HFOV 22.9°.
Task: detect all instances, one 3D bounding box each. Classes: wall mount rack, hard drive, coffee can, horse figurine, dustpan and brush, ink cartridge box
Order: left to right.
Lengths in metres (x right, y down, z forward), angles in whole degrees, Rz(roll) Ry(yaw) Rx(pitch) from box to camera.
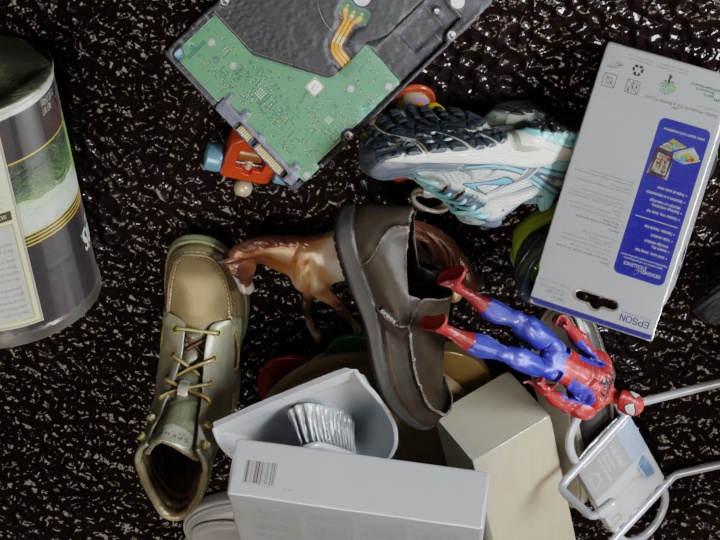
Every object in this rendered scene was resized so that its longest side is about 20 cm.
[{"bbox_3d":[-0.292,-0.061,1.385,0.146,0.147,0.201,0,124,10],"label":"coffee can"},{"bbox_3d":[-0.023,-0.174,1.265,0.200,0.038,0.140,-45,103,-2],"label":"hard drive"},{"bbox_3d":[-0.012,0.151,1.452,0.139,0.057,0.200,-24,153,21],"label":"dustpan and brush"},{"bbox_3d":[0.000,0.000,1.436,0.199,0.050,0.133,-15,126,22],"label":"horse figurine"},{"bbox_3d":[0.199,-0.057,1.298,0.099,0.039,0.201,19,93,15],"label":"ink cartridge box"},{"bbox_3d":[0.253,0.162,1.469,0.174,0.075,0.200,-44,136,-10],"label":"wall mount rack"}]

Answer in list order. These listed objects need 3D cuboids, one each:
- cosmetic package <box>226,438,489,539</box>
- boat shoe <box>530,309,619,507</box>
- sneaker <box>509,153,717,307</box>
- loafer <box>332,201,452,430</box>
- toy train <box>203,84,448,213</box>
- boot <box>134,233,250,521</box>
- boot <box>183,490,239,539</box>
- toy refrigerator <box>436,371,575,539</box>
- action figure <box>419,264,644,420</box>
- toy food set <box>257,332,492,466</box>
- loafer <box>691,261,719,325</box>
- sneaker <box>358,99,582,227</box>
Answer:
[{"bbox_3d":[0.000,0.195,1.419,0.199,0.052,0.151,7,152,4],"label":"cosmetic package"},{"bbox_3d":[0.184,0.104,1.478,0.067,0.057,0.201,27,133,42],"label":"boat shoe"},{"bbox_3d":[0.193,-0.036,1.357,0.074,0.081,0.200,38,122,-16],"label":"sneaker"},{"bbox_3d":[0.039,0.036,1.375,0.071,0.073,0.201,-13,117,16],"label":"loafer"},{"bbox_3d":[-0.016,-0.104,1.369,0.199,0.056,0.150,9,151,-8],"label":"toy train"},{"bbox_3d":[-0.140,0.087,1.454,0.072,0.155,0.201,6,125,6],"label":"boot"},{"bbox_3d":[-0.069,0.256,1.593,0.199,0.096,0.074,3,124,8],"label":"boot"},{"bbox_3d":[0.124,0.183,1.491,0.076,0.070,0.200,-29,135,-12],"label":"toy refrigerator"},{"bbox_3d":[0.141,0.066,1.366,0.200,0.066,0.052,29,158,-26],"label":"action figure"},{"bbox_3d":[0.006,0.130,1.510,0.197,0.049,0.201,8,134,-5],"label":"toy food set"},{"bbox_3d":[0.344,-0.010,1.355,0.200,0.068,0.070,-35,103,24],"label":"loafer"},{"bbox_3d":[0.082,-0.069,1.294,0.199,0.078,0.087,-6,118,-36],"label":"sneaker"}]
